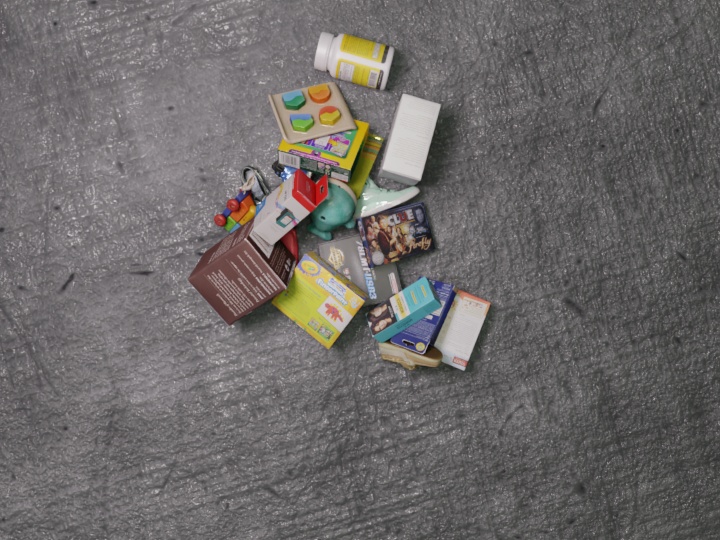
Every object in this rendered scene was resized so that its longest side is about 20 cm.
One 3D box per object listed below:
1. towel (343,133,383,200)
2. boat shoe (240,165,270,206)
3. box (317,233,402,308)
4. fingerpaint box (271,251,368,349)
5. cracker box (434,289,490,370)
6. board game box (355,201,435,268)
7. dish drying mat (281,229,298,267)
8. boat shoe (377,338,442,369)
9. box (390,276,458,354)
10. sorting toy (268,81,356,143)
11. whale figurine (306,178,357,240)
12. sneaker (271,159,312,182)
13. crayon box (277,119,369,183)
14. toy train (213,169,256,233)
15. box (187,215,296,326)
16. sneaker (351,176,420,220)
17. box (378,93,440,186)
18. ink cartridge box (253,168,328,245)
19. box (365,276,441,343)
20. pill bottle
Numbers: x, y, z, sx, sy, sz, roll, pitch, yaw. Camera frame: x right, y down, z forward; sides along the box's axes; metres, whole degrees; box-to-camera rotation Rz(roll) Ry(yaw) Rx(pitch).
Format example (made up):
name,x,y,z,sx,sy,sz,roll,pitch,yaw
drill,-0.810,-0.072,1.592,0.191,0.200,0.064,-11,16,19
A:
name,x,y,z,sx,sy,sz,roll,pitch,yaw
towel,-0.010,-0.287,1.653,0.085,0.018,0.202,18,69,11
boat shoe,-0.274,-0.189,1.665,0.072,0.062,0.202,-21,90,-1
box,0.000,0.000,1.690,0.196,0.050,0.202,-13,93,-1
fingerpaint box,-0.107,0.077,1.635,0.199,0.073,0.168,37,102,3
cracker box,0.257,0.155,1.697,0.133,0.058,0.202,22,90,-1
board game box,0.096,-0.097,1.661,0.198,0.035,0.137,-17,92,-24
dish drying mat,-0.207,-0.011,1.696,0.076,0.018,0.203,-4,92,-1
boat shoe,0.135,0.228,1.656,0.074,0.199,0.067,-21,116,-44
box,0.169,0.122,1.651,0.032,0.120,0.202,40,72,-46
sorting toy,-0.127,-0.422,1.616,0.198,0.037,0.186,-14,58,-14
whale figurine,-0.090,-0.144,1.615,0.158,0.201,0.104,29,48,-3
sneaker,-0.197,-0.237,1.659,0.110,0.077,0.202,21,86,-8
crayon box,-0.096,-0.335,1.620,0.198,0.059,0.174,17,57,5
toy train,-0.287,-0.160,1.619,0.116,0.085,0.200,44,127,-10
box,-0.297,-0.003,1.576,0.199,0.166,0.165,-32,111,18
sneaker,0.057,-0.222,1.673,0.198,0.074,0.119,-19,89,-3
box,0.127,-0.340,1.633,0.105,0.152,0.202,15,92,-3
ink cartridge box,-0.172,-0.169,1.524,0.199,0.117,0.067,-38,121,21
box,0.113,0.106,1.648,0.199,0.049,0.083,-33,48,16
pill bottle,-0.017,-0.561,1.641,0.198,0.114,0.116,15,91,-3
